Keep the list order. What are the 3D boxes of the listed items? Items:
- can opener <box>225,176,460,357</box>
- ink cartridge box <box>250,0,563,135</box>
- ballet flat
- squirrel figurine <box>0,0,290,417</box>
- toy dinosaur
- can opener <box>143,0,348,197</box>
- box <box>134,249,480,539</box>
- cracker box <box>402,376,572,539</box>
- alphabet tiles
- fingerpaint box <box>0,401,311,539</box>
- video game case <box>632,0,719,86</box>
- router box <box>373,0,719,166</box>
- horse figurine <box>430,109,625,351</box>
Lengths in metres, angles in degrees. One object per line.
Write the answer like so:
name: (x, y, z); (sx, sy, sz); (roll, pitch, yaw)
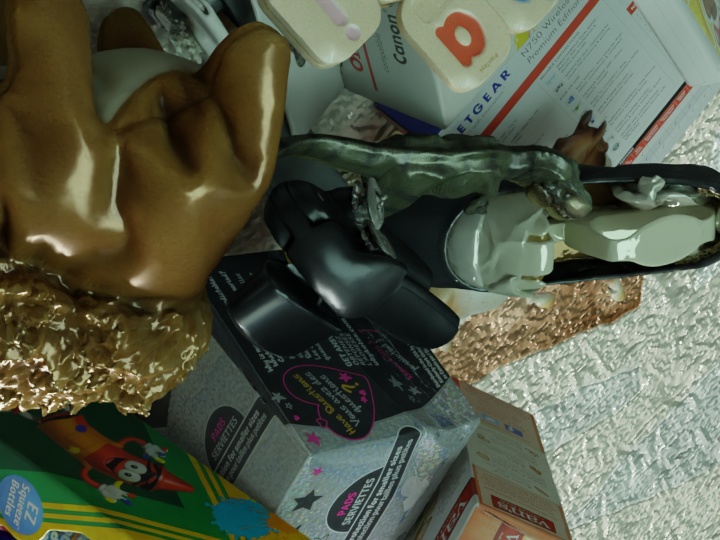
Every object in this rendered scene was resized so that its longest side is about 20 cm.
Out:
can opener: (0.000, 0.000, 0.924); (0.078, 0.064, 0.200); (-26, 167, 16)
ink cartridge box: (0.040, -0.151, 0.961); (0.200, 0.067, 0.117); (-48, 144, -25)
ballet flat: (0.102, -0.021, 1.029); (0.199, 0.073, 0.073); (-4, 128, -11)
squirrel figurine: (-0.150, -0.024, 0.849); (0.186, 0.141, 0.201); (-3, 108, -35)
toy dinosaur: (0.011, -0.043, 0.957); (0.199, 0.088, 0.048); (0, 78, -33)
can opener: (-0.045, -0.085, 0.981); (0.066, 0.053, 0.200); (-41, 142, -10)
box: (-0.053, 0.104, 1.038); (0.114, 0.132, 0.200); (-8, 140, -39)
cracker box: (0.046, 0.151, 1.056); (0.058, 0.200, 0.134); (25, 102, -8)
alphabet tiles: (0.014, -0.182, 0.876); (0.196, 0.015, 0.200); (47, 64, -10)
fingerpaint box: (-0.120, 0.179, 0.981); (0.073, 0.167, 0.201); (-26, 141, -48)
video game case: (0.126, -0.208, 0.937); (0.200, 0.023, 0.183); (42, 44, -55)
router box: (0.125, -0.118, 1.124); (0.200, 0.049, 0.179); (-51, 142, 1)
horse figurine: (0.060, 0.008, 1.109); (0.199, 0.050, 0.133); (-27, 147, 3)
